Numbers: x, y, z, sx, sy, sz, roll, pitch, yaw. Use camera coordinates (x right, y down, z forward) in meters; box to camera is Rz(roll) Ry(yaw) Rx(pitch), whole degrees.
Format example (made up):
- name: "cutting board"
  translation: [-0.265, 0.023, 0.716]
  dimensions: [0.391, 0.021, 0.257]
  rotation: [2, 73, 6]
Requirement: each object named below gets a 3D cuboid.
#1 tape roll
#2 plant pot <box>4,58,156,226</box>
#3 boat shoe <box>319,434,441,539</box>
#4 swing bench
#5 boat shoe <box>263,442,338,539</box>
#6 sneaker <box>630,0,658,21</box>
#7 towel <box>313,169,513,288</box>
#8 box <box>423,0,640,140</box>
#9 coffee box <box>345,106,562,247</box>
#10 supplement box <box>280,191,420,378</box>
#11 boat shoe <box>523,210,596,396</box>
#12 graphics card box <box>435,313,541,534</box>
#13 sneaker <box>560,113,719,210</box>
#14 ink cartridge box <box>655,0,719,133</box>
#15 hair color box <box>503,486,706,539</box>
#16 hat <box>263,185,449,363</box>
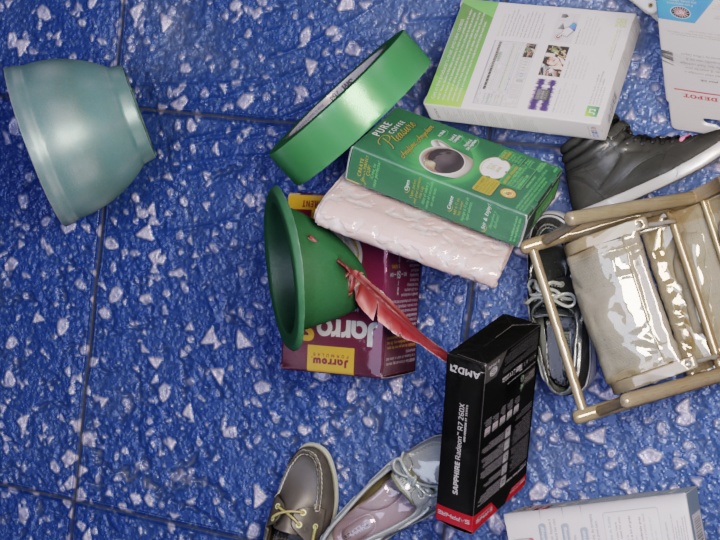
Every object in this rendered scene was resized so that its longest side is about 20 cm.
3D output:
- name: "tape roll"
  translation: [-0.012, -0.176, 1.617]
  dimensions: [0.200, 0.200, 0.048]
  rotation: [-39, 100, 20]
- name: "plant pot"
  translation: [-0.325, -0.168, 1.781]
  dimensions: [0.134, 0.200, 0.201]
  rotation: [-19, 82, -4]
- name: "boat shoe"
  translation: [0.037, 0.258, 1.672]
  dimensions: [0.202, 0.065, 0.074]
  rotation: [-39, 75, 20]
- name: "swing bench"
  translation: [0.296, 0.029, 1.504]
  dimensions: [0.200, 0.130, 0.199]
  rotation: [-13, 81, -20]
- name: "boat shoe"
  translation: [-0.075, 0.301, 1.726]
  dimensions: [0.072, 0.061, 0.202]
  rotation: [11, 95, 24]
- name: "sneaker"
  translation: [0.350, -0.299, 1.527]
  dimensions: [0.200, 0.074, 0.116]
  rotation: [24, 102, 32]
- name: "towel"
  translation: [0.074, -0.070, 1.574]
  dimensions: [0.200, 0.191, 0.032]
  rotation: [19, 128, 10]
- name: "box"
  translation: [0.182, -0.216, 1.585]
  dimensions: [0.200, 0.036, 0.144]
  rotation: [11, 65, 24]
- name: "coffee box"
  translation: [0.098, -0.101, 1.557]
  dimensions: [0.200, 0.123, 0.044]
  rotation: [22, 125, 14]
- name: "supplement box"
  translation: [-0.010, 0.014, 1.671]
  dimensions: [0.131, 0.103, 0.200]
  rotation: [3, 92, 23]
- name: "boat shoe"
  translation: [0.207, 0.035, 1.591]
  dimensions: [0.073, 0.068, 0.200]
  rotation: [-2, 90, 24]
- name: "graphics card box"
  translation: [0.134, 0.159, 1.563]
  dimensions: [0.051, 0.125, 0.200]
  rotation: [18, 118, 29]
- name: "sneaker"
  translation: [0.294, -0.130, 1.548]
  dimensions: [0.200, 0.071, 0.099]
  rotation: [-25, 85, 27]
- name: "ink cartridge box"
  translation: [0.364, -0.223, 1.483]
  dimensions: [0.116, 0.200, 0.067]
  rotation: [12, 58, 24]
- name: "hair color box"
  translation: [0.260, 0.291, 1.574]
  dimensions: [0.200, 0.061, 0.099]
  rotation: [-11, 86, 24]
- name: "hat"
  translation: [0.000, 0.000, 1.587]
  dimensions: [0.176, 0.166, 0.200]
  rotation: [-7, 102, -14]
